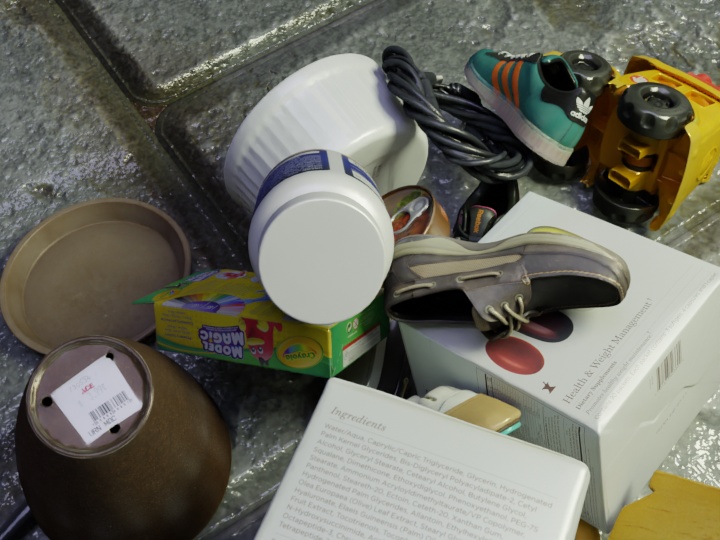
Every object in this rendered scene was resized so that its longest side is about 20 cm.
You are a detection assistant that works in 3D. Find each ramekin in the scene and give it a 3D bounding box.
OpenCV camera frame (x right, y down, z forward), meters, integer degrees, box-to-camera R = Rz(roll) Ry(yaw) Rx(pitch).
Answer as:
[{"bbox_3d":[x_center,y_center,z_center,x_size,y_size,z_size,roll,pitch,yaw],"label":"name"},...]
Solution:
[{"bbox_3d":[-0.028,-0.105,0.986,0.200,0.201,0.098,-32,65,-17],"label":"ramekin"}]

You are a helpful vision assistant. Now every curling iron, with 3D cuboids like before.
[{"bbox_3d":[-0.275,0.205,0.889,0.200,0.026,0.050,-40,64,-21],"label":"curling iron"}]

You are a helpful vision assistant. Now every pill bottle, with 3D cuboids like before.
[{"bbox_3d":[-0.033,-0.030,0.801,0.115,0.117,0.200,-8,14,-1],"label":"pill bottle"}]

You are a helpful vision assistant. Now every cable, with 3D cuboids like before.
[{"bbox_3d":[0.091,-0.153,0.955,0.051,0.163,0.200,-47,23,19],"label":"cable"}]

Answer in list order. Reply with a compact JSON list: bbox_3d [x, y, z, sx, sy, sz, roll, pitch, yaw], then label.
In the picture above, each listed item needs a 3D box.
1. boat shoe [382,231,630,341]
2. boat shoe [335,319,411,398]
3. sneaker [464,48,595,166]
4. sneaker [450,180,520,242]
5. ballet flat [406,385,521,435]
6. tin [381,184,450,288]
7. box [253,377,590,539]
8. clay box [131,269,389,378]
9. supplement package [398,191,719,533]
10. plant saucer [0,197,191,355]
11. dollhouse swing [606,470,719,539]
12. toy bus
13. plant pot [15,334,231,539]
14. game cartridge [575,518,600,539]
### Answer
[{"bbox_3d":[0.108,0.020,0.768,0.199,0.075,0.074,0,56,30],"label":"boat shoe"},{"bbox_3d":[0.025,0.058,0.948,0.071,0.061,0.202,-14,43,40],"label":"boat shoe"},{"bbox_3d":[0.171,-0.183,0.981,0.071,0.080,0.200,19,26,-32],"label":"sneaker"},{"bbox_3d":[0.111,-0.022,0.977,0.080,0.087,0.201,10,56,12],"label":"sneaker"},{"bbox_3d":[0.059,0.129,0.809,0.068,0.200,0.063,-22,78,-30],"label":"ballet flat"},{"bbox_3d":[0.000,0.000,0.950,0.200,0.042,0.112,-40,36,8],"label":"tin"},{"bbox_3d":[0.041,0.218,0.712,0.199,0.200,0.172,18,59,16],"label":"box"},{"bbox_3d":[-0.087,0.041,0.861,0.199,0.048,0.115,6,17,27],"label":"clay box"},{"bbox_3d":[0.176,0.070,0.845,0.199,0.148,0.191,27,58,36],"label":"supplement package"},{"bbox_3d":[-0.272,0.010,1.024,0.198,0.030,0.201,-2,55,3],"label":"plant saucer"},{"bbox_3d":[0.282,0.288,0.721,0.181,0.175,0.201,7,65,60],"label":"dollhouse swing"},{"bbox_3d":[0.295,-0.166,1.046,0.192,0.136,0.200,-33,55,-33],"label":"toy bus"},{"bbox_3d":[-0.202,0.131,0.805,0.185,0.200,0.188,2,66,-4],"label":"plant pot"},{"bbox_3d":[0.119,0.271,0.806,0.175,0.033,0.201,-7,54,0],"label":"game cartridge"}]
